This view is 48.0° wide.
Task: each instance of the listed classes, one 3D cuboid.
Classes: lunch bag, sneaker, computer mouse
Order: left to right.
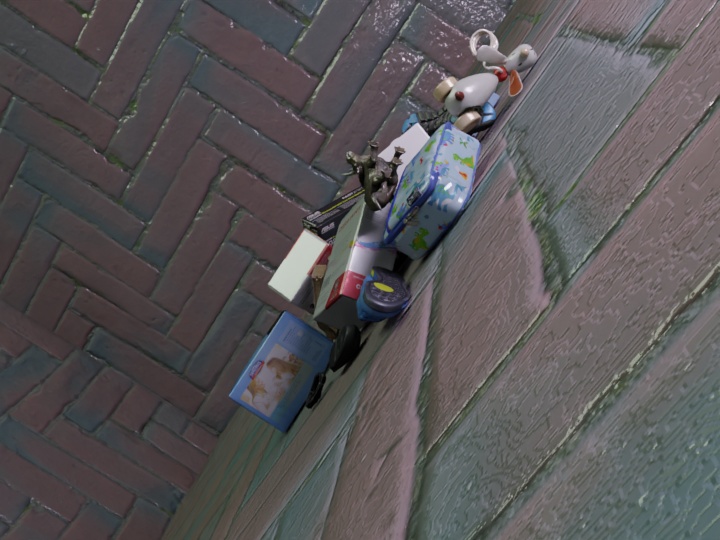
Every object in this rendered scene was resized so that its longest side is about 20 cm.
[{"bbox_3d":[-0.044,0.165,1.344,0.059,0.034,0.200,-88,22,-49],"label":"computer mouse"},{"bbox_3d":[0.027,0.051,1.167,0.200,0.066,0.079,-77,9,-79],"label":"sneaker"},{"bbox_3d":[0.108,-0.123,1.262,0.161,0.082,0.200,-51,14,44],"label":"lunch bag"},{"bbox_3d":[0.177,-0.274,1.534,0.200,0.082,0.073,-2,64,42],"label":"sneaker"}]

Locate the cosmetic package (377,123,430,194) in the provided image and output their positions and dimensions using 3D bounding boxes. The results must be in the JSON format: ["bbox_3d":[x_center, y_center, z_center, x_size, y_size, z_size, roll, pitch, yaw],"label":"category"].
[{"bbox_3d":[0.096,-0.185,1.490,0.108,0.085,0.200,-39,-8,4],"label":"cosmetic package"}]

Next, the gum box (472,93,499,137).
[{"bbox_3d":[0.206,-0.282,1.688,0.170,0.044,0.200,-58,4,-4],"label":"gum box"}]

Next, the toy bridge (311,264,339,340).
[{"bbox_3d":[-0.072,0.081,1.651,0.200,0.027,0.067,80,-160,-45],"label":"toy bridge"}]

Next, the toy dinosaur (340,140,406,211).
[{"bbox_3d":[0.032,-0.145,1.327,0.200,0.077,0.102,-108,28,-45],"label":"toy dinosaur"}]

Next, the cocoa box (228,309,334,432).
[{"bbox_3d":[-0.151,0.194,1.592,0.200,0.133,0.131,-57,5,-5],"label":"cocoa box"}]

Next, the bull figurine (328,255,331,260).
[{"bbox_3d":[0.000,0.000,1.552,0.200,0.065,0.122,-52,-43,-38],"label":"bull figurine"}]

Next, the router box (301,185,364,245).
[{"bbox_3d":[-0.029,-0.088,1.828,0.200,0.062,0.150,-33,-50,-28],"label":"router box"}]

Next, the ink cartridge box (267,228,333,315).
[{"bbox_3d":[-0.079,0.022,1.721,0.145,0.084,0.200,-57,-36,0],"label":"ink cartridge box"}]

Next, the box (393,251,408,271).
[{"bbox_3d":[0.096,-0.080,1.460,0.137,0.040,0.200,-61,6,-35],"label":"box"}]

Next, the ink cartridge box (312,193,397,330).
[{"bbox_3d":[-0.001,-0.010,1.404,0.146,0.083,0.201,136,152,-61],"label":"ink cartridge box"}]

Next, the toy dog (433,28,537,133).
[{"bbox_3d":[0.217,-0.334,1.412,0.200,0.132,0.096,-57,-6,-1],"label":"toy dog"}]

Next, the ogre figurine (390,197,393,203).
[{"bbox_3d":[0.073,-0.142,1.752,0.120,0.098,0.201,128,137,-66],"label":"ogre figurine"}]
